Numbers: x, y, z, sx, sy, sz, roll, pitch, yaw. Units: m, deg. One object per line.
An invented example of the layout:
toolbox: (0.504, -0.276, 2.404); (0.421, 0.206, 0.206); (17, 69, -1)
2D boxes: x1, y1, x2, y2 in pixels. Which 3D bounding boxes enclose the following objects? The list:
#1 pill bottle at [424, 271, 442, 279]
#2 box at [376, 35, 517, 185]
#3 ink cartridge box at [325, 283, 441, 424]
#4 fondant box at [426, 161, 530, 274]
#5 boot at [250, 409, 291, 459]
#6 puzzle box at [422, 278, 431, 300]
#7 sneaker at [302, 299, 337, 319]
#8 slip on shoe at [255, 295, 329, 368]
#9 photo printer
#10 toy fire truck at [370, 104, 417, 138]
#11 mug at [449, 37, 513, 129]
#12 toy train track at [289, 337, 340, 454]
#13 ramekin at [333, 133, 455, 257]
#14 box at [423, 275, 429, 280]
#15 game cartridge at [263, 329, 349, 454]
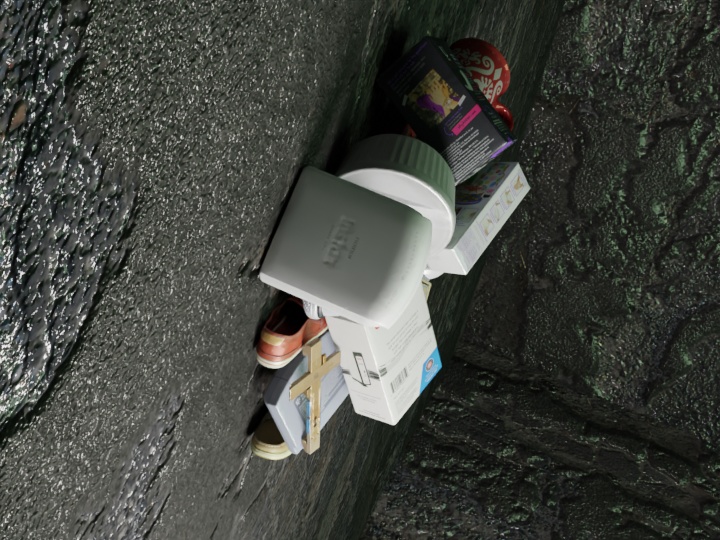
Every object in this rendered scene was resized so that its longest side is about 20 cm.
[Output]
pill bottle: (0.113, -0.043, 1.960); (0.200, 0.110, 0.112); (-151, -97, -79)
box: (0.133, -0.243, 1.577); (0.106, 0.201, 0.122); (-37, 178, 19)
ink cartridge box: (0.038, 0.107, 1.579); (0.146, 0.084, 0.202); (-44, 132, -37)
fondant box: (0.155, -0.087, 1.632); (0.200, 0.143, 0.058); (-52, 126, -25)
boot: (-0.108, 0.195, 1.643); (0.200, 0.071, 0.156); (-46, 154, -63)
puzzle box: (0.040, 0.055, 1.660); (0.199, 0.025, 0.135); (25, 78, -53)
sneaker: (-0.021, -0.027, 1.445); (0.075, 0.114, 0.202); (-37, 129, -69)
slip on shoe: (-0.087, 0.064, 1.510); (0.200, 0.073, 0.062); (-47, 154, -49)
photo printer: (-0.013, -0.026, 1.355); (0.069, 0.198, 0.168); (44, 70, -78)
toy fire truck: (0.046, -0.160, 1.674); (0.142, 0.048, 0.201); (76, 35, -49)
mug: (0.188, -0.300, 1.860); (0.200, 0.176, 0.134); (-53, 165, -38)
toy train track: (-0.077, 0.183, 1.527); (0.114, 0.032, 0.202); (-33, 136, -43)
ramekin: (0.049, -0.111, 1.518); (0.203, 0.200, 0.095); (96, 9, -54)
box: (0.045, 0.088, 1.927); (0.156, 0.041, 0.200); (-50, 177, -22)
game cartridge: (-0.068, 0.166, 1.596); (0.200, 0.040, 0.134); (-49, 138, -33)
